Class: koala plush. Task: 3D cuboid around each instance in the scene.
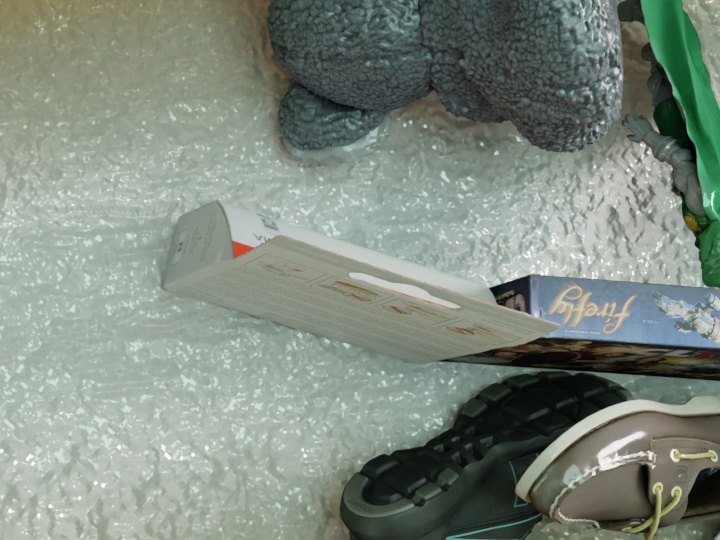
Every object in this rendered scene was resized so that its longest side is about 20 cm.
[{"bbox_3d":[0.040,-0.140,1.466,0.199,0.184,0.178,-4,124,3],"label":"koala plush"}]

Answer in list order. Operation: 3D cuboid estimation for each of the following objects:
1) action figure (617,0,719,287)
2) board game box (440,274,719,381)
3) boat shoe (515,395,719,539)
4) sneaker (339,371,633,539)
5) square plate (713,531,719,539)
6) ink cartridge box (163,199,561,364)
[{"bbox_3d":[0.186,-0.070,1.515,0.118,0.054,0.201,46,26,-44],"label":"action figure"},{"bbox_3d":[0.157,0.034,1.503,0.199,0.135,0.035,4,81,-20],"label":"board game box"},{"bbox_3d":[0.160,0.114,1.484,0.200,0.072,0.060,-3,49,-54],"label":"boat shoe"},{"bbox_3d":[0.072,0.119,1.504,0.199,0.075,0.080,-25,120,-29],"label":"sneaker"},{"bbox_3d":[0.268,0.221,1.575,0.198,0.028,0.200,44,69,-9],"label":"square plate"},{"bbox_3d":[0.000,0.000,1.412,0.159,0.200,0.048,18,76,-18],"label":"ink cartridge box"}]
